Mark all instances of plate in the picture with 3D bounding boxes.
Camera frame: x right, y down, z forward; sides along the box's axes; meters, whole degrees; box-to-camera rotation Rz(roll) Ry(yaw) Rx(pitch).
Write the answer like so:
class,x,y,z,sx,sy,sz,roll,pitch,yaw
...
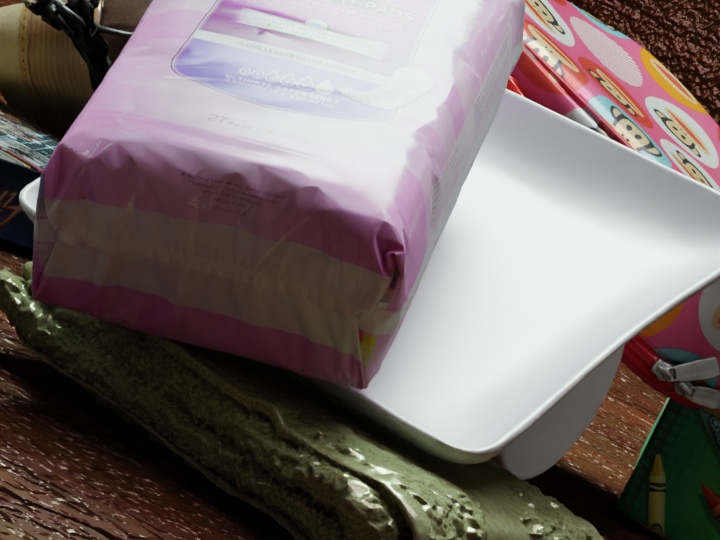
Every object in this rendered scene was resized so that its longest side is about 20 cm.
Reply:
class,x,y,z,sx,sy,sz,roll,pitch,yaw
plate,0.014,-0.010,1.039,0.200,0.032,0.200,29,38,25

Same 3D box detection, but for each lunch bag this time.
class,x,y,z,sx,sy,sz,roll,pitch,yaw
lunch bag,0.104,-0.034,1.219,0.200,0.082,0.176,48,15,13

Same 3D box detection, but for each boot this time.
class,x,y,z,sx,sy,sz,roll,pitch,yaw
boot,-0.076,-0.084,1.367,0.166,0.072,0.200,1,-9,7

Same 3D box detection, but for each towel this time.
class,x,y,z,sx,sy,sz,roll,pitch,yaw
towel,-0.020,0.056,0.989,0.200,0.036,0.148,29,7,34

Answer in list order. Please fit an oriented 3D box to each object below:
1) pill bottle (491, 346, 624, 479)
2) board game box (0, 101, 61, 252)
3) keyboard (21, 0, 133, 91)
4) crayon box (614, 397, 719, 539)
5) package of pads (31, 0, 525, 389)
class,x,y,z,sx,sy,sz,roll,pitch,yaw
pill bottle,0.000,0.000,1.150,0.200,0.111,0.111,29,8,27
board game box,-0.188,-0.060,1.252,0.135,0.035,0.200,18,10,-45
keyboard,-0.063,-0.093,1.203,0.127,0.021,0.200,-5,-17,6
crayon box,0.183,0.095,1.305,0.119,0.058,0.200,26,7,6
package of pads,-0.022,-0.048,0.991,0.120,0.076,0.200,17,35,6
